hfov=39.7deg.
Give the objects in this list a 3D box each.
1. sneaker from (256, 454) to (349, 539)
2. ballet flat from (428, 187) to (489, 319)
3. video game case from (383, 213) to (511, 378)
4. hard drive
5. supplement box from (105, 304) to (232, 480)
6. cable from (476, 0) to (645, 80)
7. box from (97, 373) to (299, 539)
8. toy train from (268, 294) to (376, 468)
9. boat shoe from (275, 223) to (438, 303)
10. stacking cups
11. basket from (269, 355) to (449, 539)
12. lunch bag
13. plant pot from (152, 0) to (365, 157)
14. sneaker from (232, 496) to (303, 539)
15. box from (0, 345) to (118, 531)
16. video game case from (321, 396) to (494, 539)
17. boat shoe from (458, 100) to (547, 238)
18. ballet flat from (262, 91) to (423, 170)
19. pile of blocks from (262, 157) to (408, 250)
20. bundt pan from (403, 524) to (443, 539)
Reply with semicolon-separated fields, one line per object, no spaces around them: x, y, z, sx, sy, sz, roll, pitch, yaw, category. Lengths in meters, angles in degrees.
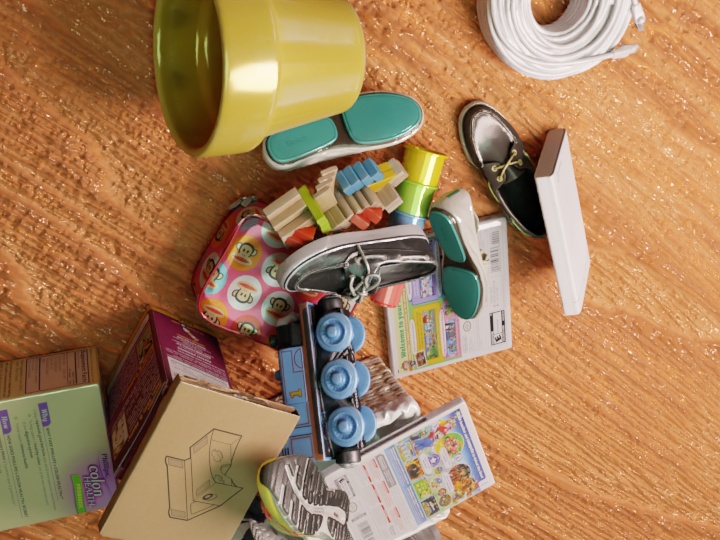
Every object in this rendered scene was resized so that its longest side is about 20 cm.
-0.083;0.267;1.145;0.088;0.080;0.201;0;150;21;sneaker
0.136;-0.022;1.279;0.068;0.070;0.202;-24;132;-6;ballet flat
0.117;0.036;1.351;0.178;0.022;0.204;-13;117;-13;video game case
0.266;-0.064;1.300;0.026;0.133;0.203;-5;121;23;hard drive
-0.228;0.152;1.187;0.102;0.200;0.132;26;105;-26;supplement box
0.235;-0.333;1.199;0.197;0.069;0.203;-21;117;-7;cable
-0.176;0.220;1.106;0.162;0.021;0.202;21;105;-35;box
-0.048;0.133;1.175;0.112;0.087;0.205;-10;81;14;toy train
0.000;0.002;1.166;0.196;0.069;0.074;-10;146;-29;boat shoe
0.056;-0.053;1.249;0.059;0.060;0.204;11;99;-22;stacking cups
-0.010;0.250;1.325;0.197;0.161;0.201;-22;119;-7;basket
-0.094;0.004;1.232;0.198;0.082;0.178;27;102;-26;lunch bag
-0.103;-0.230;1.071;0.186;0.200;0.205;-8;117;-30;plant pot
-0.156;0.371;1.331;0.079;0.198;0.131;-19;142;-54;sneaker
-0.404;0.207;1.212;0.196;0.097;0.179;-9;116;-13;box
0.063;0.261;1.255;0.197;0.018;0.145;-27;119;-6;video game case
0.192;-0.128;1.280;0.071;0.061;0.202;-35;119;0;boat shoe
-0.024;-0.163;1.187;0.196;0.070;0.071;-17;118;-10;ballet flat
-0.016;-0.077;1.159;0.198;0.063;0.083;-26;158;-25;pile of blocks
0.025;0.395;1.395;0.198;0.202;0.077;-17;93;-10;bundt pan
